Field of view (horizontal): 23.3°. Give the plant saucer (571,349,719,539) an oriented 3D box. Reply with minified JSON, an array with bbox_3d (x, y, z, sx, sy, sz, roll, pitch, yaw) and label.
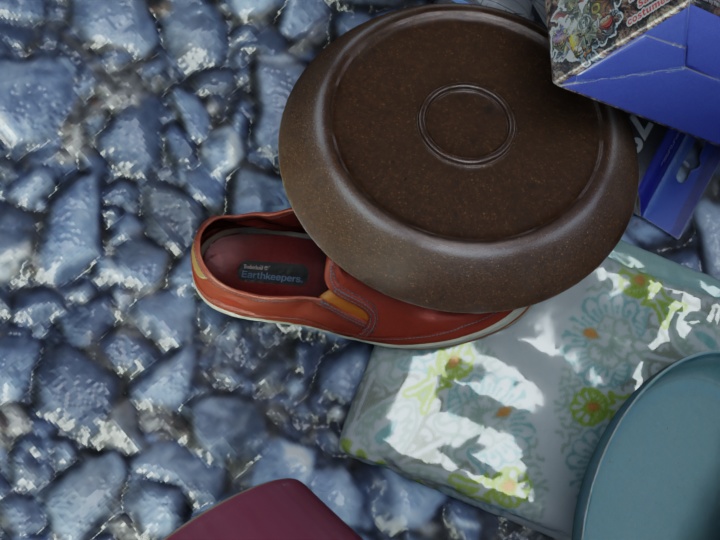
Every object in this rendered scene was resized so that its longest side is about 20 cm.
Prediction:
[{"bbox_3d":[0.179,0.141,0.951,0.200,0.027,0.201,-5,98,-40],"label":"plant saucer"}]

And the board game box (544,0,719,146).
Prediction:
[{"bbox_3d":[0.183,-0.182,0.923,0.159,0.097,0.200,15,61,-35],"label":"board game box"}]

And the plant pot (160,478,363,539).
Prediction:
[{"bbox_3d":[-0.033,0.213,0.881,0.200,0.200,0.179,-32,70,-12],"label":"plant pot"}]

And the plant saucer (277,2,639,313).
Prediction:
[{"bbox_3d":[0.056,-0.072,0.944,0.200,0.035,0.201,2,59,-4],"label":"plant saucer"}]

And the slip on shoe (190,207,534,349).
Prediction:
[{"bbox_3d":[0.000,0.000,0.950,0.200,0.061,0.074,5,74,12],"label":"slip on shoe"}]

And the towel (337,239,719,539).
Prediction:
[{"bbox_3d":[0.108,0.058,0.990,0.200,0.048,0.172,22,77,-3],"label":"towel"}]

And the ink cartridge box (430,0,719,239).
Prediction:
[{"bbox_3d":[0.130,-0.111,1.028,0.200,0.039,0.100,29,77,-3],"label":"ink cartridge box"}]
